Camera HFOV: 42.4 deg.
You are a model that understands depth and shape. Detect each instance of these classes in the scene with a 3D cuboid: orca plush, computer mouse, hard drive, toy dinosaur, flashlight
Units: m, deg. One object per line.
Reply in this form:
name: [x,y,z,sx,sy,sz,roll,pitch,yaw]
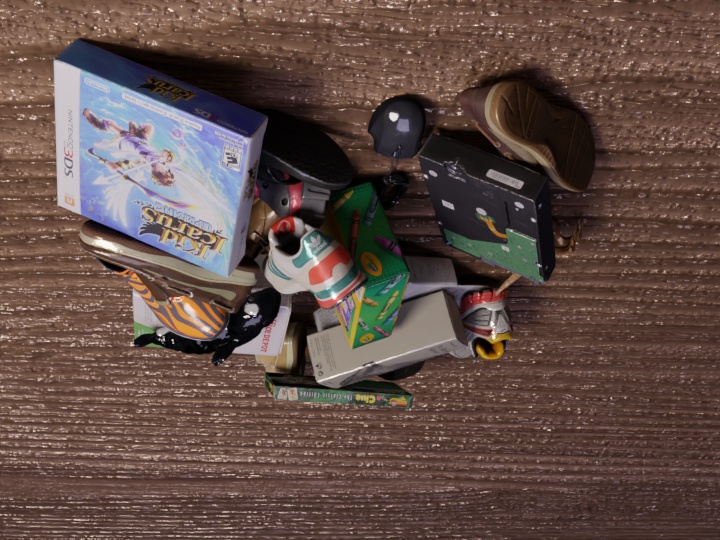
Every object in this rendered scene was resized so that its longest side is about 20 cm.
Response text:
orca plush: [-0.187,0.080,1.140,0.198,0.072,0.106,-10,143,11]
computer mouse: [0.034,-0.116,1.006,0.058,0.034,0.201,1,151,-4]
hard drive: [0.145,-0.063,1.025,0.139,0.038,0.200,25,161,25]
toy dinosaur: [0.214,-0.040,1.134,0.105,0.061,0.201,11,146,22]
flashlight: [-0.133,-0.091,0.991,0.198,0.068,0.069,8,114,-11]

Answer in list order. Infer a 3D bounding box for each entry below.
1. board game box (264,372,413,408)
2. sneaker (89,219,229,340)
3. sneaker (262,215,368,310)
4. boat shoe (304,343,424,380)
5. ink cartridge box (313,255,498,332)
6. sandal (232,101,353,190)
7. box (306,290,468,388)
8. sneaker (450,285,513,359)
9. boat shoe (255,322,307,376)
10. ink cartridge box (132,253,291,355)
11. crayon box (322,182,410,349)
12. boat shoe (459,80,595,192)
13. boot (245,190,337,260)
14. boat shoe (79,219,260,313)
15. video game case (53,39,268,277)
board game box: [-0.033,0.171,1.328,0.198,0.024,0.105,6,180,-13]
sneaker: [-0.243,0.007,1.067,0.199,0.078,0.112,36,176,13]
sneaker: [-0.066,-0.022,0.997,0.094,0.070,0.199,57,164,-21]
boat shoe: [0.009,0.120,1.397,0.199,0.073,0.068,7,-166,-38]
ink cartridge box: [0.061,0.040,1.273,0.172,0.044,0.200,1,156,-41]
sandal: [-0.103,-0.127,0.948,0.199,0.076,0.048,19,140,-14]
box: [0.036,0.094,1.235,0.198,0.069,0.082,-19,162,15]
sneaker: [0.161,0.092,1.302,0.077,0.083,0.200,-11,162,-10]
boat shoe: [-0.125,0.133,1.414,0.075,0.072,0.201,16,149,3]
ink cartridge box: [-0.195,0.041,1.225,0.198,0.085,0.146,5,149,-10]
crayon box: [0.000,0.000,1.095,0.058,0.120,0.200,-18,159,-12]
boat shoe: [0.172,-0.138,0.951,0.072,0.073,0.199,14,176,45]
boot: [-0.112,-0.045,1.087,0.199,0.076,0.074,-21,140,26]
boat shoe: [-0.209,0.004,1.004,0.201,0.075,0.075,16,106,-25]
video game case: [-0.199,-0.103,0.901,0.198,0.046,0.182,23,135,6]
